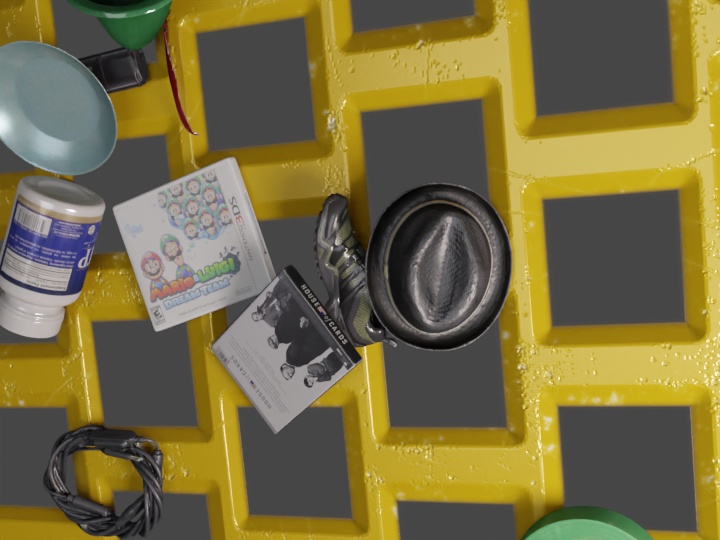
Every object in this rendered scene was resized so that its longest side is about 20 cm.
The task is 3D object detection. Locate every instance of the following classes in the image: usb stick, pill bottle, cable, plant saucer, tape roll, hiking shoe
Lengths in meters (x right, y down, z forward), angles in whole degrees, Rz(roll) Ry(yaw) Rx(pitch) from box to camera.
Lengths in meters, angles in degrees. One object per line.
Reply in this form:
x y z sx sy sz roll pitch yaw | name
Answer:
-0.380 -0.262 1.369 0.198 0.033 0.056 -9 102 21 | usb stick
-0.434 -0.017 1.378 0.119 0.120 0.202 25 106 15 | pill bottle
-0.369 0.307 1.446 0.198 0.051 0.165 -3 102 18 | cable
-0.417 -0.225 1.357 0.199 0.039 0.203 8 128 11 | plant saucer
0.278 0.390 1.213 0.198 0.048 0.203 3 99 19 | tape roll
0.000 0.000 1.253 0.099 0.076 0.202 -3 106 12 | hiking shoe

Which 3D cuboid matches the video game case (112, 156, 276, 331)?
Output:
-0.225 -0.033 1.349 0.198 0.024 0.184 -19 91 22 | video game case

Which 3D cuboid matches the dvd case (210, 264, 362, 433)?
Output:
-0.100 0.106 1.289 0.151 0.025 0.200 52 132 7 | dvd case

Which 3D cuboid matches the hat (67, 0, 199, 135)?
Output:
-0.290 -0.315 1.323 0.164 0.202 0.177 2 142 6 | hat

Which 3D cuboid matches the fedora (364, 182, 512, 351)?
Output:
0.096 -0.002 1.170 0.198 0.092 0.203 0 94 -2 | fedora
